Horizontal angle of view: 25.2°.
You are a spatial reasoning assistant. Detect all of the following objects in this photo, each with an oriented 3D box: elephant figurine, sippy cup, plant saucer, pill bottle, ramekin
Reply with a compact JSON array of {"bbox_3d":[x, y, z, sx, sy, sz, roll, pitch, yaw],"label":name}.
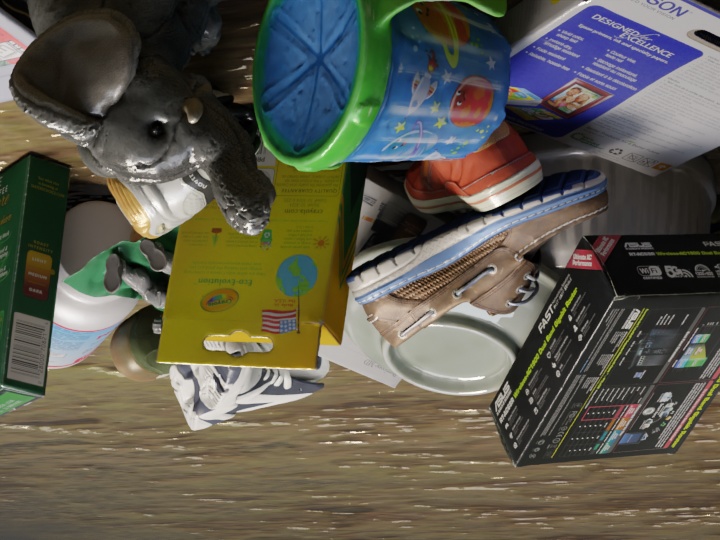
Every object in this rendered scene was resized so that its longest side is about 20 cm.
[{"bbox_3d":[-0.140,-0.111,0.964,0.141,0.200,0.155,18,154,-32],"label":"elephant figurine"},{"bbox_3d":[0.019,-0.125,1.020,0.130,0.140,0.178,6,-174,-34],"label":"sippy cup"},{"bbox_3d":[0.071,0.049,1.241,0.200,0.050,0.200,8,147,6],"label":"plant saucer"},{"bbox_3d":[-0.253,0.012,1.415,0.109,0.109,0.200,12,157,-21],"label":"pill bottle"},{"bbox_3d":[0.179,-0.022,1.270,0.200,0.105,0.200,3,158,1],"label":"ramekin"}]

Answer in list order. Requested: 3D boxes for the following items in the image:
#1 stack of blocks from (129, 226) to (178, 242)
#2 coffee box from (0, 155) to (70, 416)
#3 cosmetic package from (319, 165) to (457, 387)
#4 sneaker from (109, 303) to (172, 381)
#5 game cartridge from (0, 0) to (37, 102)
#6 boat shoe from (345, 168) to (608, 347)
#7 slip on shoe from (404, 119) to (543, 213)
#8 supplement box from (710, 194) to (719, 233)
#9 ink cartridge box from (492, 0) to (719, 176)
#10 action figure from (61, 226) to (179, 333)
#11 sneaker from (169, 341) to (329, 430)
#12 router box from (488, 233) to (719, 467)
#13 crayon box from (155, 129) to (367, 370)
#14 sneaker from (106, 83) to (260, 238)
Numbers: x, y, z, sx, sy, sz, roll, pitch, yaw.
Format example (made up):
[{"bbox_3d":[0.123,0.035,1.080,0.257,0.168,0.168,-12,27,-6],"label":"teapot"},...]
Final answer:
[{"bbox_3d":[-0.080,-0.029,1.352,0.115,0.059,0.200,-15,152,39],"label":"stack of blocks"},{"bbox_3d":[-0.290,0.017,1.314,0.044,0.200,0.123,17,153,-34],"label":"coffee box"},{"bbox_3d":[0.000,0.000,1.309,0.200,0.052,0.151,26,108,-44],"label":"cosmetic package"},{"bbox_3d":[-0.133,0.040,1.461,0.090,0.067,0.200,-28,174,36],"label":"sneaker"},{"bbox_3d":[-0.281,-0.167,1.072,0.133,0.041,0.200,-5,157,29],"label":"game cartridge"},{"bbox_3d":[0.092,-0.007,1.133,0.200,0.072,0.072,-24,-172,23],"label":"boat shoe"},{"bbox_3d":[0.074,-0.080,1.166,0.074,0.061,0.200,-30,-172,-10],"label":"slip on shoe"},{"bbox_3d":[0.379,0.013,1.287,0.200,0.134,0.200,9,158,-15],"label":"supplement box"},{"bbox_3d":[0.189,-0.136,1.067,0.198,0.047,0.200,18,153,-28],"label":"ink cartridge box"},{"bbox_3d":[-0.144,0.020,1.326,0.118,0.055,0.200,-22,158,13],"label":"action figure"},{"bbox_3d":[-0.081,0.069,1.333,0.130,0.080,0.199,-21,162,-19],"label":"sneaker"},{"bbox_3d":[0.202,0.059,1.194,0.150,0.062,0.200,-1,137,-25],"label":"router box"},{"bbox_3d":[-0.070,-0.018,1.177,0.127,0.200,0.051,2,159,18],"label":"crayon box"},{"bbox_3d":[-0.101,-0.086,1.089,0.088,0.200,0.076,-28,110,17],"label":"sneaker"}]
